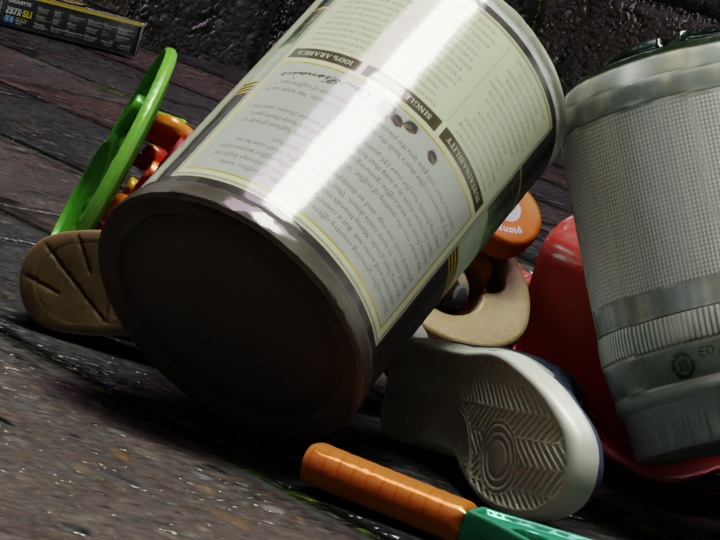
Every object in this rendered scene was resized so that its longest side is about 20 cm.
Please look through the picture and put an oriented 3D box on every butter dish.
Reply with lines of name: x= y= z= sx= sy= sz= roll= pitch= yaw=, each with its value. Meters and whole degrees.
butter dish: x=0.185 y=0.007 z=1.584 sx=0.199 sy=0.148 sz=0.200 roll=-16 pitch=32 yaw=-28

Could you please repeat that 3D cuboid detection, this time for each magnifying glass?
magnifying glass: x=0.066 y=0.117 z=1.248 sx=0.199 sy=0.022 sz=0.080 roll=18 pitch=7 yaw=20

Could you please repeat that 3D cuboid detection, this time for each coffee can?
coffee can: x=-0.010 y=-0.038 z=1.379 sx=0.146 sy=0.147 sz=0.200 roll=20 pitch=49 yaw=25

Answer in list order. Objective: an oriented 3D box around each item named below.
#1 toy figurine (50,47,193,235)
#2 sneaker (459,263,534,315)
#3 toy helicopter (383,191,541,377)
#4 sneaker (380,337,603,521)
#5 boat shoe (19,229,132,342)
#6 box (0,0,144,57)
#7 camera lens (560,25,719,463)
toy figurine: x=-0.074 y=-0.010 z=1.644 sx=0.184 sy=0.150 sz=0.200 roll=29 pitch=-22 yaw=-9
sneaker: x=0.117 y=0.042 z=1.754 sx=0.098 sy=0.071 sz=0.200 roll=22 pitch=9 yaw=-27
toy helicopter: x=0.000 y=0.000 z=1.546 sx=0.199 sy=0.133 sz=0.079 roll=19 pitch=-37 yaw=-18
sneaker: x=0.085 y=0.074 z=1.405 sx=0.084 sy=0.075 sz=0.200 roll=9 pitch=9 yaw=-24
boat shoe: x=-0.073 y=0.010 z=1.490 sx=0.199 sy=0.072 sz=0.065 roll=7 pitch=-2 yaw=7
box: x=-0.389 y=-0.318 z=3.526 sx=0.199 sy=0.050 sz=0.160 roll=12 pitch=7 yaw=-34
camera lens: x=0.189 y=-0.015 z=1.429 sx=0.159 sy=0.201 sz=0.160 roll=-10 pitch=-9 yaw=-1
